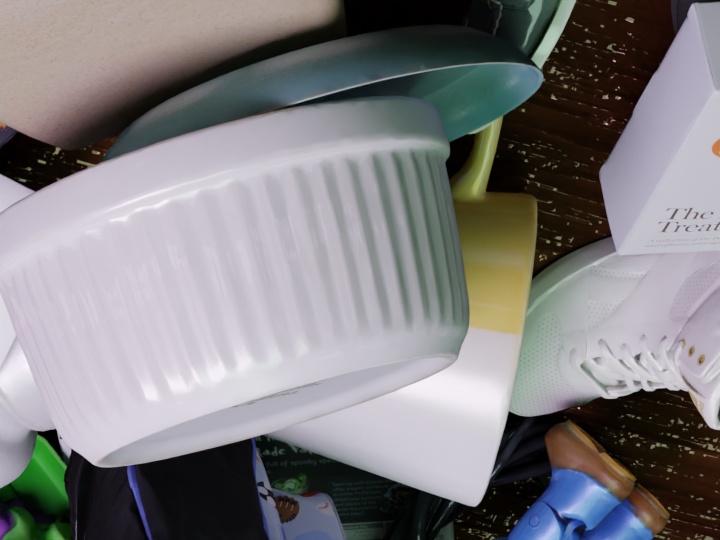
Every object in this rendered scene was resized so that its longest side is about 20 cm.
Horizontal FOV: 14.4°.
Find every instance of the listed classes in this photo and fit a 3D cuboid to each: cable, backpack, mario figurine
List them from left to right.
[{"bbox_3d":[-0.082,0.185,1.312,0.154,0.200,0.191,15,116,-15],"label":"backpack"},{"bbox_3d":[0.052,0.161,1.424,0.123,0.106,0.200,44,87,-11],"label":"mario figurine"},{"bbox_3d":[0.078,0.160,1.499,0.163,0.051,0.200,-2,125,-22],"label":"cable"}]

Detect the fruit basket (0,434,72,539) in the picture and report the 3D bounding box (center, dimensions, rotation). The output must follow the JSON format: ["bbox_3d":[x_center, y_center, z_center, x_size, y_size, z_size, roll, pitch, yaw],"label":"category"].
[{"bbox_3d":[-0.136,0.186,1.446,0.215,0.156,0.216,22,144,17],"label":"fruit basket"}]

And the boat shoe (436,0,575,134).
[{"bbox_3d":[0.071,-0.152,1.249,0.062,0.073,0.200,19,120,-16],"label":"boat shoe"}]

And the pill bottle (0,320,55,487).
[{"bbox_3d":[-0.229,0.071,1.387,0.200,0.112,0.112,-27,126,17],"label":"pill bottle"}]

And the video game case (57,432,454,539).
[{"bbox_3d":[-0.052,0.121,1.497,0.200,0.023,0.182,-4,130,1],"label":"video game case"}]

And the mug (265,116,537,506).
[{"bbox_3d":[-0.001,0.007,1.356,0.153,0.187,0.149,11,161,-1],"label":"mug"}]

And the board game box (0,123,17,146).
[{"bbox_3d":[-0.239,-0.081,1.229,0.200,0.062,0.200,-32,127,-14],"label":"board game box"}]

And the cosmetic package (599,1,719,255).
[{"bbox_3d":[0.225,-0.065,1.286,0.200,0.052,0.151,-3,151,-14],"label":"cosmetic package"}]

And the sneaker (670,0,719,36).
[{"bbox_3d":[0.187,-0.138,1.261,0.075,0.079,0.200,4,131,-8],"label":"sneaker"}]

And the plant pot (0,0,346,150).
[{"bbox_3d":[-0.105,-0.166,1.158,0.200,0.200,0.177,-18,141,11],"label":"plant pot"}]

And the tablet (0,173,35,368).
[{"bbox_3d":[-0.248,-0.014,1.308,0.200,0.014,0.130,27,96,-1],"label":"tablet"}]

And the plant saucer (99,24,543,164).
[{"bbox_3d":[-0.022,-0.064,1.201,0.200,0.027,0.200,-16,173,-2],"label":"plant saucer"}]

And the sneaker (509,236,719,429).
[{"bbox_3d":[0.145,0.038,1.381,0.200,0.116,0.074,-33,126,23],"label":"sneaker"}]

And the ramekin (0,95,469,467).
[{"bbox_3d":[-0.050,0.010,1.179,0.200,0.105,0.200,-16,172,-2],"label":"ramekin"}]
